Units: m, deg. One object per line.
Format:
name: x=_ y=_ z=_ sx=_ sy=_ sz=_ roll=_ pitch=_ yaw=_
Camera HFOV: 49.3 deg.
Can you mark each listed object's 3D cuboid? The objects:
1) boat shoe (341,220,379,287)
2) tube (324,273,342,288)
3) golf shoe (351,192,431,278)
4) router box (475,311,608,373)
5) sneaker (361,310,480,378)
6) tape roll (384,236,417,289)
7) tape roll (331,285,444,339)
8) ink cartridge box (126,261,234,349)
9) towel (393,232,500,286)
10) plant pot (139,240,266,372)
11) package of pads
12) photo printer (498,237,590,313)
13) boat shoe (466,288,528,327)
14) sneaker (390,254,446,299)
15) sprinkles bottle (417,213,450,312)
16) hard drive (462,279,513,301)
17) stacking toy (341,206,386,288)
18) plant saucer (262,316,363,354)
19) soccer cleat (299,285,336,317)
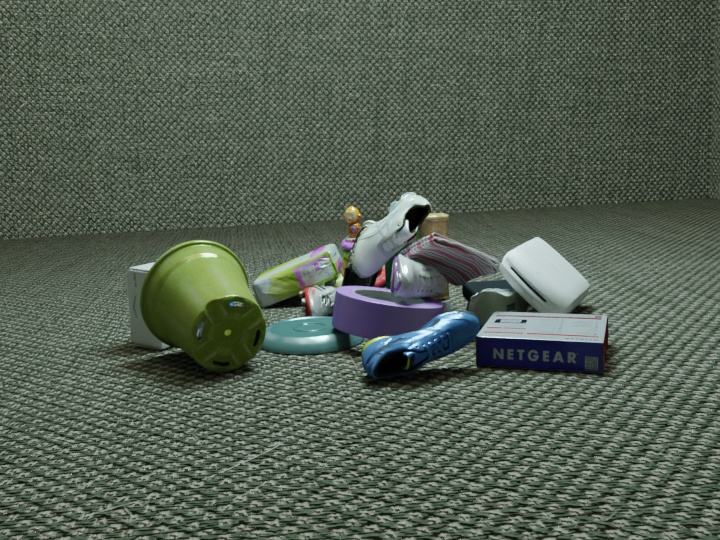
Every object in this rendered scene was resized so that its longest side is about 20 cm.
boat shoe: x=0.000 y=0.000 z=1.591 sx=0.071 sy=0.203 sz=0.059 roll=21 pitch=22 yaw=20
tube: x=0.010 y=0.017 z=1.842 sx=0.198 sy=0.053 sz=0.058 roll=-17 pitch=2 yaw=-33
golf shoe: x=0.060 y=-0.068 z=1.517 sx=0.078 sy=0.201 sz=0.097 roll=41 pitch=-8 yaw=-21
router box: x=0.300 y=0.113 z=1.286 sx=0.197 sy=0.050 sz=0.179 roll=1 pitch=11 yaw=20
sneaker: x=0.099 y=0.121 z=1.199 sx=0.197 sy=0.067 sz=0.078 roll=-17 pitch=19 yaw=-8
tape roll: x=0.090 y=-0.021 z=1.665 sx=0.047 sy=0.204 sz=0.200 roll=0 pitch=10 yaw=11
tape roll: x=0.049 y=0.078 z=1.411 sx=0.197 sy=0.067 sz=0.200 roll=8 pitch=6 yaw=-1
ink cartridge box: x=-0.338 y=0.054 z=1.500 sx=0.085 sy=0.149 sz=0.199 roll=6 pitch=13 yaw=32
towel: x=0.157 y=-0.013 z=1.471 sx=0.144 sy=0.030 sz=0.200 roll=22 pitch=-17 yaw=-14
plant pot: x=-0.250 y=0.073 z=1.316 sx=0.198 sy=0.204 sz=0.184 roll=-7 pitch=22 yaw=-27
package of pads: x=-0.142 y=0.010 z=1.793 sx=0.197 sy=0.069 sz=0.155 roll=-23 pitch=7 yaw=6
photo printer: x=0.365 y=0.016 z=1.560 sx=0.166 sy=0.070 sz=0.199 roll=46 pitch=27 yaw=14
boat shoe: x=0.251 y=0.071 z=1.516 sx=0.071 sy=0.071 sz=0.199 roll=0 pitch=3 yaw=40
sneaker: x=0.106 y=0.013 z=1.413 sx=0.098 sy=0.076 sz=0.200 roll=9 pitch=5 yaw=9
sprinkles bottle: x=0.150 y=-0.014 z=1.605 sx=0.067 sy=0.204 sz=0.068 roll=-2 pitch=8 yaw=0
hard drive: x=0.331 y=0.046 z=1.720 sx=0.196 sy=0.033 sz=0.140 roll=-3 pitch=10 yaw=-3
stacking toy: x=-0.001 y=-0.041 z=1.703 sx=0.114 sy=0.203 sz=0.110 roll=1 pitch=24 yaw=29
plant saucer: x=-0.092 y=0.115 z=1.445 sx=0.196 sy=0.028 sz=0.200 roll=-2 pitch=10 yaw=0
soccer cleat: x=-0.079 y=0.064 z=1.627 sx=0.084 sy=0.070 sz=0.200 roll=-7 pitch=5 yaw=1
